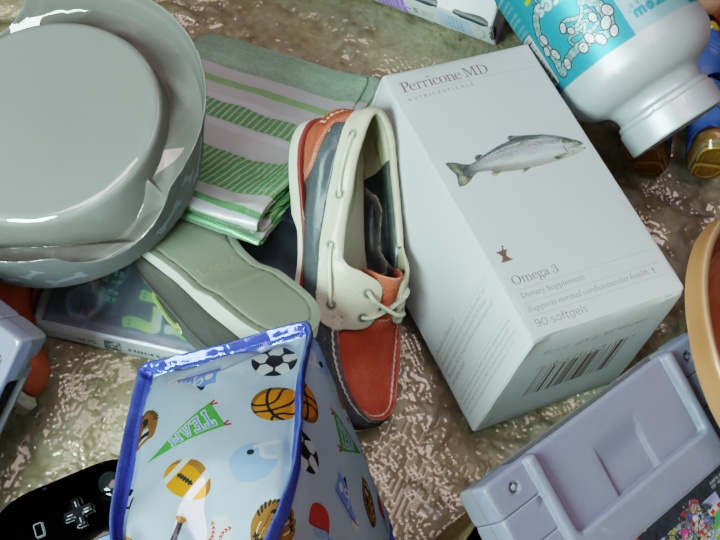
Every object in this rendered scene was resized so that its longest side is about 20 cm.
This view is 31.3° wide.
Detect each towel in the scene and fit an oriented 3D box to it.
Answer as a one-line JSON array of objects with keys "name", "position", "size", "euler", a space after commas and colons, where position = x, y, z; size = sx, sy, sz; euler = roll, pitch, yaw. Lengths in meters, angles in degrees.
[{"name": "towel", "position": [-0.088, -0.098, 0.864], "size": [0.151, 0.024, 0.200], "euler": [18, 41, 15]}]

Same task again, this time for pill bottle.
[{"name": "pill bottle", "position": [0.155, -0.177, 0.846], "size": [0.110, 0.111, 0.201], "euler": [-32, 86, -19]}]

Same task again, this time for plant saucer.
[{"name": "plant saucer", "position": [0.266, 0.057, 0.793], "size": [0.199, 0.032, 0.202], "euler": [20, 56, -33]}]

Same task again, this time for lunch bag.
[{"name": "lunch bag", "position": [-0.053, 0.158, 0.645], "size": [0.123, 0.171, 0.201], "euler": [-17, 35, 10]}]

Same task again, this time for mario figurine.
[{"name": "mario figurine", "position": [0.229, -0.174, 0.922], "size": [0.122, 0.106, 0.202], "euler": [17, 64, -22]}]

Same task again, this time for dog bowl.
[{"name": "dog bowl", "position": [-0.185, -0.079, 0.775], "size": [0.198, 0.059, 0.202], "euler": [-3, 61, 5]}]

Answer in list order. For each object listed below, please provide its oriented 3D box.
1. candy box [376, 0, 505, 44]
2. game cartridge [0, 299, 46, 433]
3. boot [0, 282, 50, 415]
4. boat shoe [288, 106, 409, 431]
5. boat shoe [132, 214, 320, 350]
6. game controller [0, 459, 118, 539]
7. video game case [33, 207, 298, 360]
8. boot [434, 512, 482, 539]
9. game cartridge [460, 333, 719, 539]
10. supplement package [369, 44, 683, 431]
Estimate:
[{"name": "candy box", "position": [0.039, -0.285, 0.955], "size": [0.198, 0.072, 0.169], "euler": [23, 92, 9]}, {"name": "game cartridge", "position": [-0.269, 0.085, 0.723], "size": [0.129, 0.038, 0.201], "euler": [32, 107, 11]}, {"name": "boot", "position": [-0.225, -0.009, 0.807], "size": [0.107, 0.075, 0.201], "euler": [-32, 64, 2]}, {"name": "boat shoe", "position": [0.000, 0.000, 0.795], "size": [0.071, 0.062, 0.202], "euler": [-6, 90, -46]}, {"name": "boat shoe", "position": [-0.099, 0.008, 0.797], "size": [0.071, 0.061, 0.201], "euler": [-17, 42, -33]}, {"name": "game controller", "position": [-0.142, 0.209, 0.728], "size": [0.103, 0.042, 0.201], "euler": [-18, 63, -13]}, {"name": "video game case", "position": [-0.104, -0.029, 0.872], "size": [0.180, 0.023, 0.202], "euler": [12, 61, 4]}, {"name": "boot", "position": [0.034, 0.196, 0.727], "size": [0.073, 0.076, 0.200], "euler": [39, 67, 15]}, {"name": "game cartridge", "position": [0.160, 0.134, 0.733], "size": [0.199, 0.038, 0.130], "euler": [-29, 84, -36]}, {"name": "supplement package", "position": [0.090, -0.024, 0.818], "size": [0.116, 0.118, 0.201], "euler": [-16, 63, -24]}]
